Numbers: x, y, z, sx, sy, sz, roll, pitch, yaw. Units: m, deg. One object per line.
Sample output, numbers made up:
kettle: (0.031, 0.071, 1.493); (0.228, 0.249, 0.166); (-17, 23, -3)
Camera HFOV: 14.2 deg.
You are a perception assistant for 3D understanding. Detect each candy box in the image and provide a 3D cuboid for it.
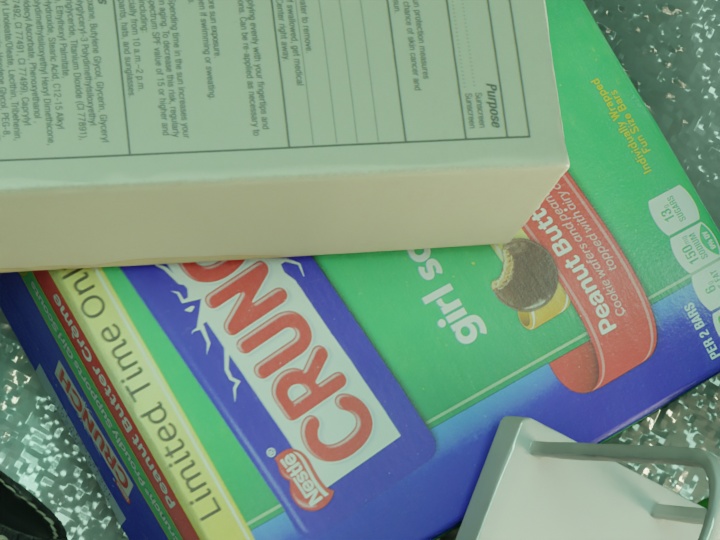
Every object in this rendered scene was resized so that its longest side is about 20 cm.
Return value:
candy box: (0.000, 0.000, 0.900); (0.199, 0.077, 0.170); (-28, 84, -20)

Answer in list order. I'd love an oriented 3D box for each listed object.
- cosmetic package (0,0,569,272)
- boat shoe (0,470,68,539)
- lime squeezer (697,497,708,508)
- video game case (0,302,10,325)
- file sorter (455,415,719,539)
cosmetic package: (-0.050, -0.060, 0.826); (0.199, 0.073, 0.104); (-2, 72, -14)
boat shoe: (-0.164, 0.033, 0.857); (0.200, 0.074, 0.060); (33, 96, -12)
lime squeezer: (0.095, 0.108, 0.923); (0.199, 0.038, 0.071); (-5, 105, -11)
video game case: (-0.112, -0.085, 0.949); (0.142, 0.018, 0.201); (18, 72, -3)
file sorter: (0.124, 0.147, 0.824); (0.199, 0.124, 0.139); (28, 77, -23)
